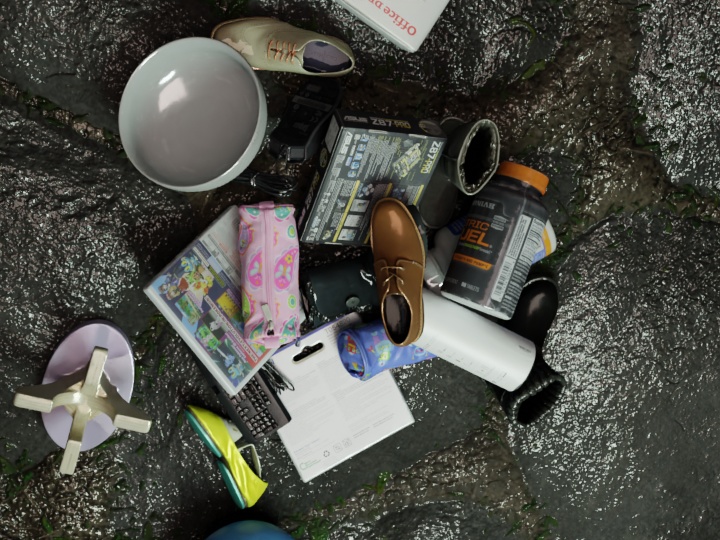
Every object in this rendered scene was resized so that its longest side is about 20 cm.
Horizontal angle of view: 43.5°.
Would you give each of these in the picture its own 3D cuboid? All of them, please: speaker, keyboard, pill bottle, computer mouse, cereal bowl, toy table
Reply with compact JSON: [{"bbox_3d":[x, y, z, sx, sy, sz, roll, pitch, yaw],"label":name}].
[{"bbox_3d":[0.146,0.096,1.287,0.199,0.081,0.082,26,100,-12],"label":"speaker"},{"bbox_3d":[-0.174,0.152,1.327,0.104,0.040,0.201,-33,96,-2],"label":"keyboard"},{"bbox_3d":[0.189,-0.044,1.226,0.105,0.106,0.202,21,88,-17],"label":"pill bottle"},{"bbox_3d":[-0.108,-0.185,1.250,0.201,0.139,0.046,-65,153,-22],"label":"computer mouse"},{"bbox_3d":[-0.213,-0.199,1.196,0.198,0.083,0.202,-1,84,12],"label":"cereal bowl"},{"bbox_3d":[0.178,-0.031,1.334,0.199,0.112,0.113,-28,110,-2],"label":"pill bottle"},{"bbox_3d":[-0.386,0.182,1.274,0.182,0.117,0.202,4,104,-13],"label":"toy table"}]

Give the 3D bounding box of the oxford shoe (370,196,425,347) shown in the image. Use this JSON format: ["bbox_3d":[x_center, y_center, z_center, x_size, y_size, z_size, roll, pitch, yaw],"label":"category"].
[{"bbox_3d":[0.050,0.002,1.192,0.071,0.071,0.202,-9,93,14],"label":"oxford shoe"}]

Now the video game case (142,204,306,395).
[{"bbox_3d":[-0.182,0.041,1.281,0.182,0.023,0.201,-47,114,-28],"label":"video game case"}]

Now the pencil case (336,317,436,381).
[{"bbox_3d":[0.065,0.104,1.341,0.198,0.078,0.088,-14,96,-26],"label":"pencil case"}]

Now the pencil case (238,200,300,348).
[{"bbox_3d":[-0.127,0.007,1.257,0.086,0.087,0.202,-1,87,-12],"label":"pencil case"}]

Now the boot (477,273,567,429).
[{"bbox_3d":[0.265,0.122,1.372,0.079,0.158,0.213,20,102,-19],"label":"boot"}]

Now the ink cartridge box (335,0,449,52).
[{"bbox_3d":[0.062,-0.417,1.209,0.144,0.085,0.201,31,96,-18],"label":"ink cartridge box"}]

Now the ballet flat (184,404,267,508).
[{"bbox_3d":[-0.198,0.271,1.376,0.067,0.067,0.201,-34,114,-23],"label":"ballet flat"}]

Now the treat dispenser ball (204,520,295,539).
[{"bbox_3d":[-0.169,0.482,1.364,0.199,0.201,0.203,-3,107,-11],"label":"treat dispenser ball"}]

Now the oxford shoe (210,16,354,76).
[{"bbox_3d":[-0.102,-0.301,1.214,0.198,0.074,0.072,3,106,-13],"label":"oxford shoe"}]

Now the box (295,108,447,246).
[{"bbox_3d":[0.012,-0.122,1.248,0.160,0.049,0.201,3,132,-23],"label":"box"}]

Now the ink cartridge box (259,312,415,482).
[{"bbox_3d":[-0.047,0.187,1.379,0.198,0.041,0.201,-27,95,-3],"label":"ink cartridge box"}]

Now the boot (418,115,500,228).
[{"bbox_3d":[0.134,-0.128,1.248,0.072,0.200,0.184,2,106,-14],"label":"boot"}]

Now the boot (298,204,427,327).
[{"bbox_3d":[0.000,0.000,1.277,0.167,0.077,0.201,-12,145,-18],"label":"boot"}]
